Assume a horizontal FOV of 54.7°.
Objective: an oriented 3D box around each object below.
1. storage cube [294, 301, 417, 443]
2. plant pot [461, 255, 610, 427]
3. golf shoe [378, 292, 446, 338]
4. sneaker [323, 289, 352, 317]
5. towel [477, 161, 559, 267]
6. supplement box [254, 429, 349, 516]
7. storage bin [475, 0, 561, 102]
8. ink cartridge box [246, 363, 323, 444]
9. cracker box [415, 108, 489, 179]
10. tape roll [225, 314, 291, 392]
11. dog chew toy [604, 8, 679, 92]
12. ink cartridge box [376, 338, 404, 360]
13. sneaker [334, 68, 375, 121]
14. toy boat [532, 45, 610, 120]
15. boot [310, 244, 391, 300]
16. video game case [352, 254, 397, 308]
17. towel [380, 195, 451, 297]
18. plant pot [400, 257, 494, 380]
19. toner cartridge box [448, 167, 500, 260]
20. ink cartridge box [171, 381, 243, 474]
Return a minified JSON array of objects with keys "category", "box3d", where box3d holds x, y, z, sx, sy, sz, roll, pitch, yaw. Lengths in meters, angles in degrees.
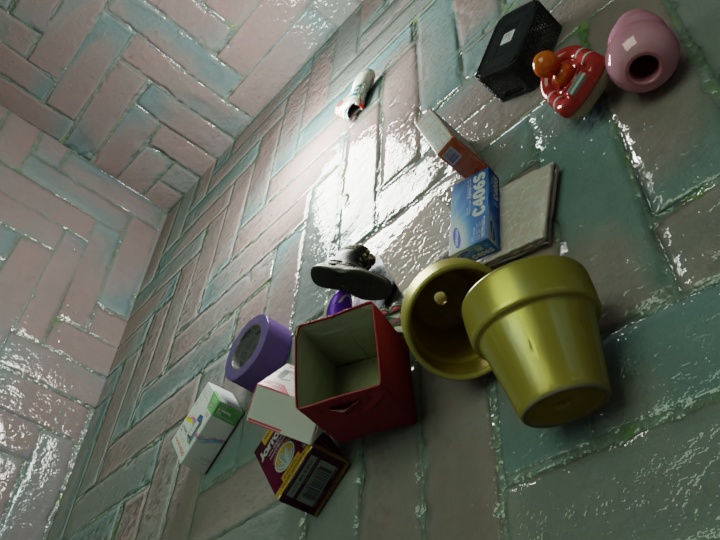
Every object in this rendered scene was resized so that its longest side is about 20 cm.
[{"category":"storage cube","box3d":[-0.009,0.197,1.307,0.169,0.180,0.202,-19,51,17]},{"category":"plant pot","box3d":[0.265,0.113,1.009,0.200,0.200,0.190,-38,48,32]},{"category":"golf shoe","box3d":[0.123,0.090,1.401,0.199,0.077,0.089,-31,47,31]},{"category":"sneaker","box3d":[-0.043,0.147,1.609,0.099,0.069,0.202,13,88,52]},{"category":"towel","box3d":[0.298,-0.100,1.364,0.199,0.032,0.193,-26,41,47]},{"category":"supplement box","box3d":[-0.126,0.391,1.451,0.132,0.103,0.200,-58,26,-1]},{"category":"storage bin","box3d":[0.370,-0.514,1.634,0.135,0.093,0.202,-8,54,56]},{"category":"ink cartridge box","box3d":[-0.128,0.270,1.438,0.200,0.144,0.086,-13,-59,-79]},{"category":"cracker box","box3d":[0.212,-0.282,1.595,0.058,0.133,0.201,-47,27,18]},{"category":"tape roll","box3d":[-0.281,0.228,1.913,0.200,0.085,0.201,-40,30,29]},{"category":"dog chew toy","box3d":[0.508,-0.411,1.268,0.124,0.124,0.201,-34,26,37]},{"category":"ink cartridge box","box3d":[0.024,0.207,1.460,0.109,0.050,0.202,-17,47,52]},{"category":"sneaker","box3d":[-0.001,-0.594,2.390,0.200,0.070,0.093,-52,45,5]},{"category":"toy boat","box3d":[0.398,-0.388,1.373,0.131,0.130,0.200,-59,12,22]},{"category":"boot","box3d":[0.000,0.000,1.638,0.198,0.074,0.151,9,27,22]},{"category":"video game case","box3d":[0.036,0.051,1.652,0.142,0.019,0.202,0,61,59]},{"category":"towel","box3d":[0.141,-0.053,1.538,0.200,0.032,0.191,-47,31,11]},{"category":"plant pot","box3d":[0.161,0.070,1.245,0.202,0.200,0.189,-53,12,5]},{"category":"toner cartridge box","box3d":[0.229,-0.109,1.397,0.095,0.043,0.202,-28,38,35]},{"category":"ink cartridge box","box3d":[-0.423,0.433,1.921,0.201,0.087,0.145,-59,27,-1]}]
